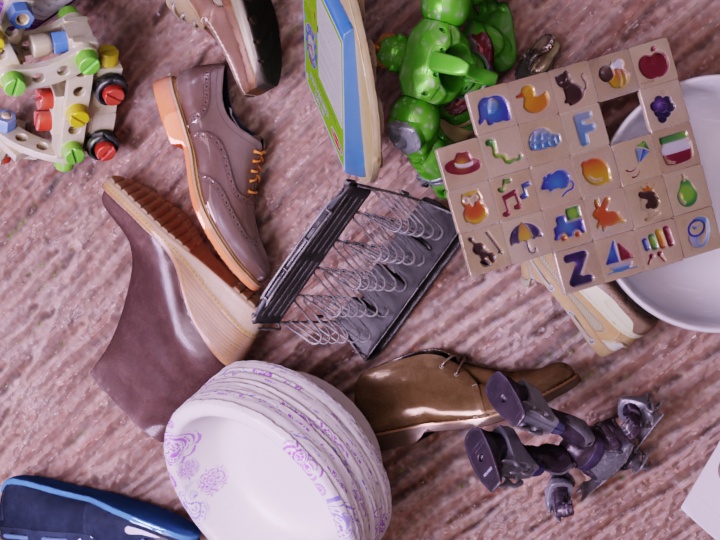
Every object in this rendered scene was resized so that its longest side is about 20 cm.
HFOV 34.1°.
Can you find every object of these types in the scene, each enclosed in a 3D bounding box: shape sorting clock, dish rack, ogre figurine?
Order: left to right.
[{"bbox_3d":[-0.012,-0.168,0.924,0.039,0.200,0.201,-10,96,-11],"label":"shape sorting clock"},{"bbox_3d":[0.000,0.000,0.945,0.054,0.200,0.154,39,103,21],"label":"dish rack"},{"bbox_3d":[0.073,-0.163,0.937,0.098,0.120,0.201,40,107,24],"label":"ogre figurine"}]

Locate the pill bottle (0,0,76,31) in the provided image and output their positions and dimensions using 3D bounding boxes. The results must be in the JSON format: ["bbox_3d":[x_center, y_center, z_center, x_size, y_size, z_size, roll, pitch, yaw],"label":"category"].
[{"bbox_3d":[-0.275,-0.271,0.982,0.199,0.111,0.112,-28,92,21],"label":"pill bottle"}]

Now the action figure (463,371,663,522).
[{"bbox_3d":[0.174,0.147,0.958,0.199,0.069,0.131,16,111,-37],"label":"action figure"}]

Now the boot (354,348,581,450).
[{"bbox_3d":[0.087,0.099,1.008,0.199,0.074,0.076,-15,85,14],"label":"boot"}]

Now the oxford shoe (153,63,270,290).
[{"bbox_3d":[-0.112,-0.082,1.016,0.072,0.071,0.201,-21,95,5],"label":"oxford shoe"}]

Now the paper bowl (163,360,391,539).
[{"bbox_3d":[-0.062,0.167,0.999,0.200,0.104,0.202,20,131,25],"label":"paper bowl"}]

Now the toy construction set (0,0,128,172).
[{"bbox_3d":[-0.271,-0.146,0.997,0.130,0.200,0.093,-8,65,-28],"label":"toy construction set"}]

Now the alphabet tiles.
[{"bbox_3d":[0.163,-0.071,0.893,0.199,0.008,0.168,-16,93,-6],"label":"alphabet tiles"}]

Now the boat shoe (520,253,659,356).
[{"bbox_3d":[0.158,-0.014,0.978,0.076,0.072,0.201,-43,77,37],"label":"boat shoe"}]

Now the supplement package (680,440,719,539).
[{"bbox_3d":[0.366,0.143,0.918,0.109,0.114,0.201,18,104,-34],"label":"supplement package"}]

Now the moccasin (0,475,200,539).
[{"bbox_3d":[-0.239,0.242,1.077,0.199,0.080,0.069,11,86,22],"label":"moccasin"}]

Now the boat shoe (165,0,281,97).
[{"bbox_3d":[-0.126,-0.241,0.998,0.073,0.076,0.201,-20,86,17],"label":"boat shoe"}]

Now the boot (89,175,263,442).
[{"bbox_3d":[-0.196,0.035,1.045,0.200,0.072,0.166,45,106,5],"label":"boot"}]

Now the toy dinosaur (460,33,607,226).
[{"bbox_3d":[0.148,-0.099,0.940,0.088,0.048,0.201,17,59,8],"label":"toy dinosaur"}]

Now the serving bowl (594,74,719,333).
[{"bbox_3d":[0.279,-0.052,0.942,0.199,0.066,0.202,0,91,-2],"label":"serving bowl"}]
